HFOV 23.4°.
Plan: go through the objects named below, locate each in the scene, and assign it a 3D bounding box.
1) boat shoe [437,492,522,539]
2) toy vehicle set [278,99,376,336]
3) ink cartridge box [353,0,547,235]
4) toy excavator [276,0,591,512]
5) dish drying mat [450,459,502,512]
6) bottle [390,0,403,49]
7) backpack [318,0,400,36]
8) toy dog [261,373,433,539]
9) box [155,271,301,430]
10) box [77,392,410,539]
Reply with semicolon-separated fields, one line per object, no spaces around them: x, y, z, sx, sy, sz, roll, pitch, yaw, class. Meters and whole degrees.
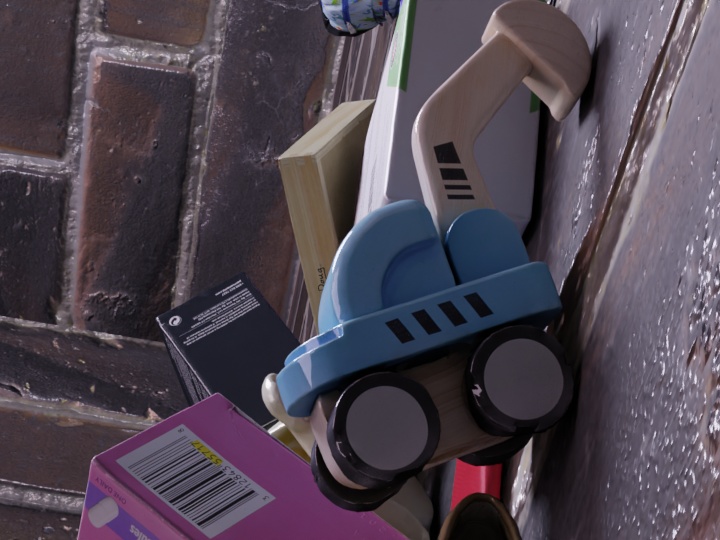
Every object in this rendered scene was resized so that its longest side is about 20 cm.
0.043;0.156;0.700;0.200;0.073;0.063;-93;11;-73;boat shoe
0.000;0.000;1.158;0.124;0.026;0.202;-46;-52;-62;toy vehicle set
0.045;-0.053;1.022;0.200;0.084;0.147;106;172;-65;ink cartridge box
0.041;-0.012;0.806;0.100;0.193;0.202;115;136;-74;toy excavator
0.063;0.108;0.907;0.077;0.018;0.202;109;170;-64;dish drying mat
0.062;-0.191;1.221;0.084;0.065;0.201;-87;7;-46;bottle
0.001;-0.361;2.000;0.200;0.152;0.165;21;-101;-72;backpack
-0.062;0.184;1.092;0.200;0.140;0.194;-44;-18;10;toy dog
-0.061;0.124;1.240;0.141;0.078;0.201;52;163;44;box
-0.063;0.202;0.905;0.096;0.175;0.201;-26;-39;-46;box
